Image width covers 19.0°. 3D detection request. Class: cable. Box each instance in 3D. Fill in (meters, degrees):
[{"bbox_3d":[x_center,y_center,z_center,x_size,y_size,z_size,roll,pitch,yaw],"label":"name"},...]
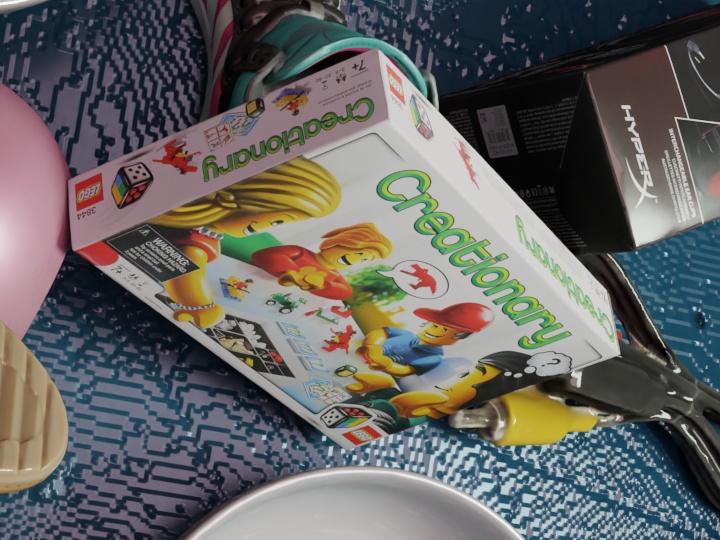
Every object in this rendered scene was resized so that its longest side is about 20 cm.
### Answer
[{"bbox_3d":[0.122,0.050,0.961,0.200,0.050,0.097,24,71,-36],"label":"cable"}]

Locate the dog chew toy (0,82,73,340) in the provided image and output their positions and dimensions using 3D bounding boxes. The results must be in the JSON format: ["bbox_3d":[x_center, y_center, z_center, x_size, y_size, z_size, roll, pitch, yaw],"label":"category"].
[{"bbox_3d":[-0.202,-0.037,0.752,0.200,0.125,0.125,29,75,-14],"label":"dog chew toy"}]

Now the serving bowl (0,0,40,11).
[{"bbox_3d":[-0.164,-0.184,0.790,0.200,0.066,0.201,5,78,-28],"label":"serving bowl"}]

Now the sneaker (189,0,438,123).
[{"bbox_3d":[-0.024,-0.094,0.838,0.083,0.121,0.200,0,87,-27],"label":"sneaker"}]

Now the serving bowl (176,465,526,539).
[{"bbox_3d":[-0.013,0.175,0.856,0.200,0.066,0.201,0,91,-20],"label":"serving bowl"}]

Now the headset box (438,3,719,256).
[{"bbox_3d":[0.144,-0.069,0.907,0.200,0.149,0.075,-20,97,-26],"label":"headset box"}]

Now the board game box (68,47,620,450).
[{"bbox_3d":[0.000,0.000,0.801,0.200,0.126,0.035,41,34,-51],"label":"board game box"}]

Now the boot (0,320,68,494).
[{"bbox_3d":[-0.212,0.049,0.713,0.200,0.166,0.072,22,53,-19],"label":"boot"}]
